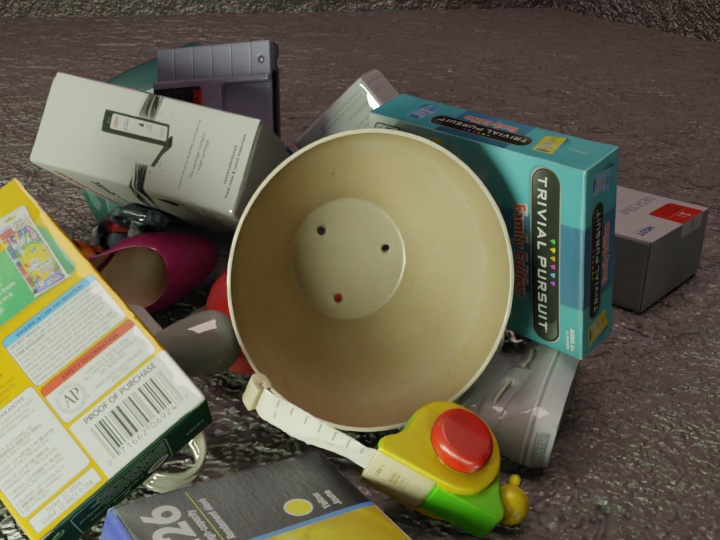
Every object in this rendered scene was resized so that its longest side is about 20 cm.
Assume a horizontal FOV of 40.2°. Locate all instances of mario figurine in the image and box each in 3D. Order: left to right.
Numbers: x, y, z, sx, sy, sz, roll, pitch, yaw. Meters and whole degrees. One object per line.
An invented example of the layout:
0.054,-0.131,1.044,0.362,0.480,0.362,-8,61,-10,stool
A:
-0.072,0.044,0.847,0.107,0.123,0.200,51,23,3,mario figurine

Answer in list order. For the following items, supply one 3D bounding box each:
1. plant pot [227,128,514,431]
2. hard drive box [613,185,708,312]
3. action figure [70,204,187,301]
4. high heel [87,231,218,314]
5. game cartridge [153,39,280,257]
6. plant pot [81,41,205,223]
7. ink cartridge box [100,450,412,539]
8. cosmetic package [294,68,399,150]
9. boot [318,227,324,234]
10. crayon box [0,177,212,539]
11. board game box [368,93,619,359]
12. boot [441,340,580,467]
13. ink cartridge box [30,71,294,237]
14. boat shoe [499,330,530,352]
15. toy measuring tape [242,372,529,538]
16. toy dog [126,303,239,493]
0.000,0.000,0.722,0.195,0.205,0.134,0,7,-8,plant pot
0.250,-0.039,1.064,0.197,0.078,0.155,19,27,34,hard drive box
-0.249,0.003,0.909,0.189,0.107,0.200,6,-11,-18,action figure
-0.196,0.012,0.762,0.196,0.069,0.096,-11,7,-23,high heel
-0.139,-0.115,0.952,0.127,0.205,0.038,-1,2,14,game cartridge
-0.224,-0.127,1.071,0.159,0.204,0.200,-22,30,-23,plant pot
-0.059,0.179,0.522,0.197,0.048,0.197,-8,25,-33,ink cartridge box
0.039,-0.091,0.989,0.201,0.101,0.074,50,25,-4,cosmetic package
-0.033,-0.067,1.046,0.072,0.098,0.199,15,24,27,boot
-0.202,0.055,0.611,0.125,0.052,0.200,-39,73,-19,crayon box
0.097,-0.038,0.752,0.198,0.154,0.047,22,41,39,board game box
0.121,0.073,0.767,0.094,0.075,0.200,17,26,15,boot
-0.161,-0.093,0.861,0.196,0.086,0.146,15,-7,17,ink cartridge box
0.124,0.041,0.855,0.197,0.075,0.061,-10,21,-42,boat shoe
0.023,0.104,0.635,0.197,0.074,0.074,28,22,-2,toy measuring tape
-0.185,0.082,0.685,0.195,0.135,0.097,8,-17,0,toy dog
